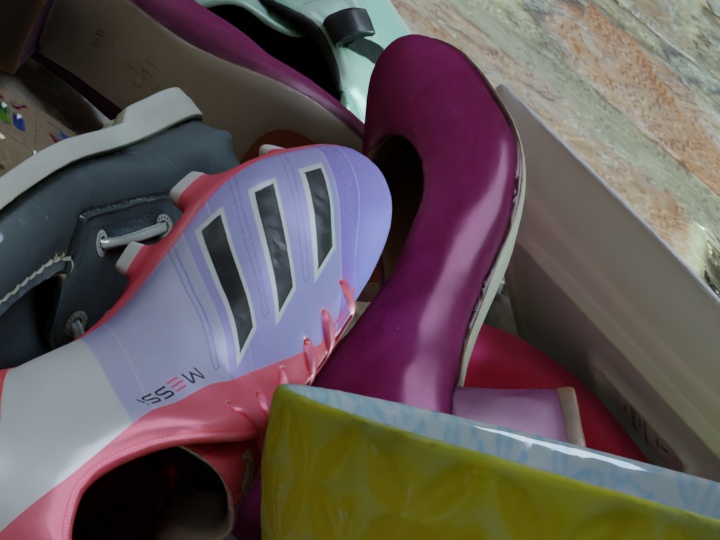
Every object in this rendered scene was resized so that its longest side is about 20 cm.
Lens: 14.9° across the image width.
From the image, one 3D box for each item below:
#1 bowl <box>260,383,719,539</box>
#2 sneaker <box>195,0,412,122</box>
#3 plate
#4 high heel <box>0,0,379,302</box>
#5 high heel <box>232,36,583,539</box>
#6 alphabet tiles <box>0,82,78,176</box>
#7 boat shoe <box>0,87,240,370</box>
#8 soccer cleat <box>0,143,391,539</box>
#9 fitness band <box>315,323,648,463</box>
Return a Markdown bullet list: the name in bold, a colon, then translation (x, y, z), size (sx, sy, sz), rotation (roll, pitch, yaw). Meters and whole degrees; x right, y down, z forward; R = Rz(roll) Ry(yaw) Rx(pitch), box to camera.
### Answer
- **bowl**: translation (0.064, 0.102, 0.627), size (0.200, 0.108, 0.200), rotation (15, -1, 0)
- **sneaker**: translation (-0.045, -0.120, 1.049), size (0.200, 0.074, 0.118), rotation (51, 15, 17)
- **plate**: translation (0.110, 0.048, 0.964), size (0.200, 0.032, 0.200), rotation (48, -9, 21)
- **high heel**: translation (-0.048, -0.063, 0.923), size (0.200, 0.067, 0.096), rotation (35, 24, -2)
- **high heel**: translation (0.000, 0.000, 0.791), size (0.096, 0.067, 0.200), rotation (1, 41, -14)
- **alphabet tiles**: translation (-0.075, 0.006, 0.837), size (0.200, 0.008, 0.167), rotation (35, 20, -21)
- **boat shoe**: translation (-0.077, 0.006, 0.726), size (0.062, 0.073, 0.200), rotation (49, 27, 0)
- **soccer cleat**: translation (-0.041, 0.031, 0.674), size (0.076, 0.067, 0.200), rotation (25, 37, 25)
- **fitness band**: translation (0.055, 0.074, 0.885), size (0.144, 0.037, 0.200), rotation (52, 19, 20)
